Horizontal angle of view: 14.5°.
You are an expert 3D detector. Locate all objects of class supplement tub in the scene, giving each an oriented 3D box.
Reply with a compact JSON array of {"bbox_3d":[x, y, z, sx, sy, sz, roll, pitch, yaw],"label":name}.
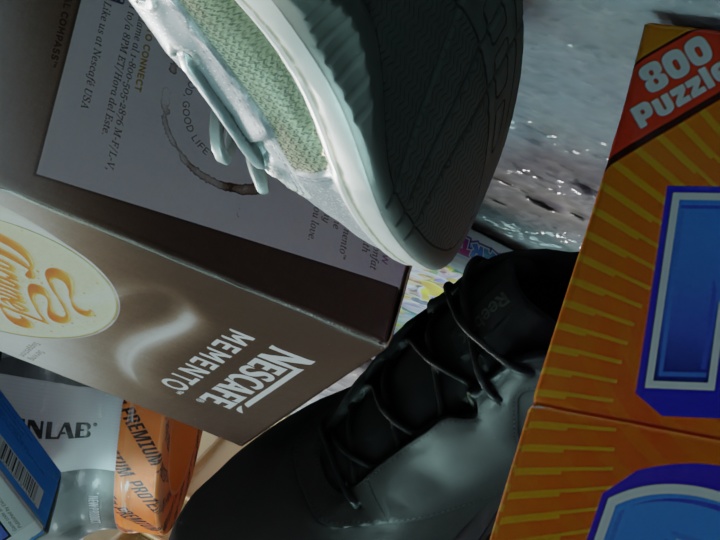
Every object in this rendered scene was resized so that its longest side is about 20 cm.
[{"bbox_3d":[-0.159,0.032,1.028,0.199,0.123,0.123,9,165,6],"label":"supplement tub"}]

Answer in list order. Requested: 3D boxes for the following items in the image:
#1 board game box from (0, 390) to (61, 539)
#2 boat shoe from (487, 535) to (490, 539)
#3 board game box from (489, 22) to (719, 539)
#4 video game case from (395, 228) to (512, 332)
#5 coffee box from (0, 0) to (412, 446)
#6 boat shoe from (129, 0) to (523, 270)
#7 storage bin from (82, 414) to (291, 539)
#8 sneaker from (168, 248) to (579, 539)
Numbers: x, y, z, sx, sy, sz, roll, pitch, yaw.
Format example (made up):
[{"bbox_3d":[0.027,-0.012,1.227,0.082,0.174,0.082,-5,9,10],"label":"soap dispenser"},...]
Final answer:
[{"bbox_3d":[-0.236,0.052,0.934,0.200,0.196,0.056,55,-171,-13],"label":"board game box"},{"bbox_3d":[0.114,0.096,1.069,0.199,0.072,0.072,8,169,1],"label":"boat shoe"},{"bbox_3d":[0.163,0.081,0.690,0.199,0.200,0.200,10,164,28],"label":"board game box"},{"bbox_3d":[0.000,0.000,0.950,0.200,0.018,0.143,26,163,-30],"label":"video game case"},{"bbox_3d":[-0.091,-0.034,0.774,0.200,0.080,0.114,22,155,-16],"label":"coffee box"},{"bbox_3d":[-0.018,-0.067,0.628,0.065,0.075,0.202,16,163,29],"label":"boat shoe"},{"bbox_3d":[0.007,0.153,1.080,0.200,0.094,0.198,46,169,-19],"label":"storage bin"},{"bbox_3d":[0.030,0.037,0.822,0.076,0.200,0.091,61,179,33],"label":"sneaker"}]
